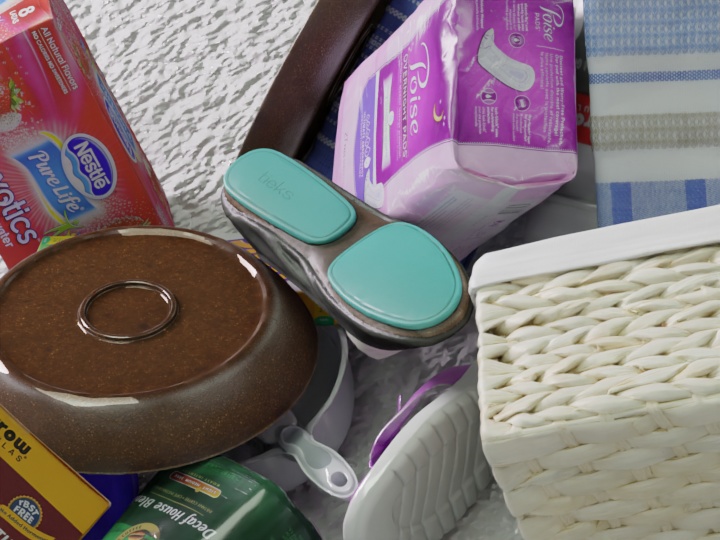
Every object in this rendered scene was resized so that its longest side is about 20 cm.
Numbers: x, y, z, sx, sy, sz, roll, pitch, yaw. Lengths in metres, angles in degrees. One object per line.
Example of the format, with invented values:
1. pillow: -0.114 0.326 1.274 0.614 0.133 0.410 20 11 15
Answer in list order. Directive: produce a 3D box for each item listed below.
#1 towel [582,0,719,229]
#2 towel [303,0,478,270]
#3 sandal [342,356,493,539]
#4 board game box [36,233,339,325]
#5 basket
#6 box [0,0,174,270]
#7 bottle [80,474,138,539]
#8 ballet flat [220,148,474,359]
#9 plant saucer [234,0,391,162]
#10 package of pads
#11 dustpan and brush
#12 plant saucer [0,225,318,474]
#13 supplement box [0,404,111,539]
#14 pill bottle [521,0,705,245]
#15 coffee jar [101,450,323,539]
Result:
1. towel: 0.188 -0.107 1.370 0.146 0.201 0.024 -2 3 3
2. towel: 0.057 -0.110 1.565 0.145 0.024 0.201 35 98 39
3. sandal: 0.043 0.081 1.396 0.050 0.083 0.203 19 43 30
4. board game box: -0.090 0.006 1.537 0.199 0.030 0.096 1 22 2
5. basket: 0.162 0.060 1.307 0.199 0.136 0.124 -12 41 17
6. box: -0.192 -0.077 1.613 0.099 0.200 0.096 -24 36 1
7. bottle: -0.174 0.074 1.521 0.065 0.084 0.200 -15 29 -10
8. ballet flat: 0.000 0.000 1.411 0.068 0.069 0.200 -33 42 -16
9. plant saucer: -0.017 -0.130 1.621 0.032 0.200 0.201 29 55 3
10. package of pads: 0.047 -0.074 1.445 0.075 0.200 0.121 5 73 -19
11. dustpan and brush: -0.043 0.087 1.451 0.139 0.057 0.200 -34 39 -11
12. plant saucer: -0.122 0.033 1.435 0.199 0.035 0.201 -1 35 1
13. supplement box: -0.255 0.164 1.344 0.197 0.133 0.200 -48 1 -27
14. pill bottle: 0.154 -0.099 1.439 0.114 0.114 0.201 15 94 41
15. coffee jar: -0.114 0.187 1.355 0.104 0.086 0.200 19 56 43
